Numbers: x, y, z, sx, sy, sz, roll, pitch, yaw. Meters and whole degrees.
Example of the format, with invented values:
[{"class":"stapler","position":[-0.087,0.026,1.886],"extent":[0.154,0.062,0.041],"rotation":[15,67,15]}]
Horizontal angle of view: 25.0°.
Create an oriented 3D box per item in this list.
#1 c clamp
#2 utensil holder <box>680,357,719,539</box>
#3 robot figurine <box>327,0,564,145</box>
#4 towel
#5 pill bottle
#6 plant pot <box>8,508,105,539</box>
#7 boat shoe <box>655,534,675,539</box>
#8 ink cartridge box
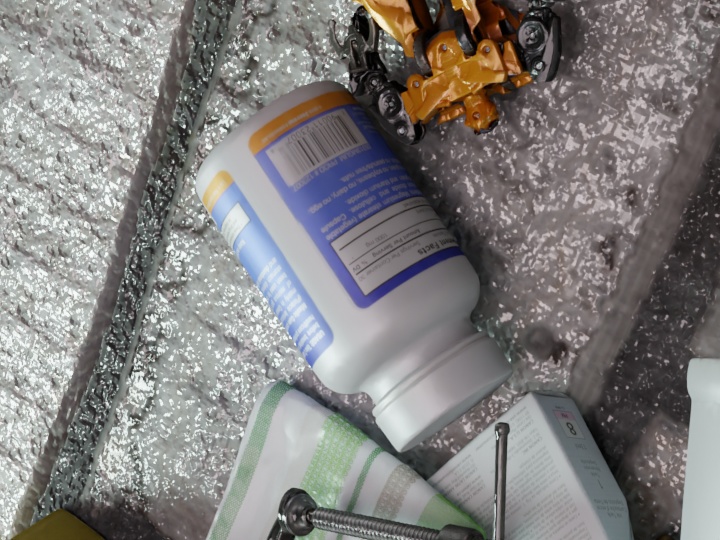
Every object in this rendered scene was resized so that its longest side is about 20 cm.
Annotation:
[{"class":"c clamp","position":[0.010,0.173,0.933],"extent":[0.199,0.027,0.173],"rotation":[-4,85,41]},{"class":"utensil holder","position":[0.233,0.150,0.770],"extent":[0.168,0.169,0.203],"rotation":[3,86,30]},{"class":"robot figurine","position":[0.042,-0.173,0.918],"extent":[0.144,0.058,0.202],"rotation":[-22,87,32]},{"class":"towel","position":[-0.021,0.172,0.989],"extent":[0.199,0.031,0.151],"rotation":[31,105,44]},{"class":"pill bottle","position":[0.000,0.000,0.944],"extent":[0.112,0.112,0.201],"rotation":[-40,78,30]},{"class":"plant pot","position":[-0.223,0.314,1.083],"extent":[0.194,0.199,0.196],"rotation":[30,113,22]},{"class":"boat shoe","position":[0.157,0.252,0.902],"extent":[0.066,0.074,0.202],"rotation":[22,97,13]},{"class":"ink cartridge box","position":[0.095,0.196,0.921],"extent":[0.163,0.057,0.201],"rotation":[-44,59,30]}]
